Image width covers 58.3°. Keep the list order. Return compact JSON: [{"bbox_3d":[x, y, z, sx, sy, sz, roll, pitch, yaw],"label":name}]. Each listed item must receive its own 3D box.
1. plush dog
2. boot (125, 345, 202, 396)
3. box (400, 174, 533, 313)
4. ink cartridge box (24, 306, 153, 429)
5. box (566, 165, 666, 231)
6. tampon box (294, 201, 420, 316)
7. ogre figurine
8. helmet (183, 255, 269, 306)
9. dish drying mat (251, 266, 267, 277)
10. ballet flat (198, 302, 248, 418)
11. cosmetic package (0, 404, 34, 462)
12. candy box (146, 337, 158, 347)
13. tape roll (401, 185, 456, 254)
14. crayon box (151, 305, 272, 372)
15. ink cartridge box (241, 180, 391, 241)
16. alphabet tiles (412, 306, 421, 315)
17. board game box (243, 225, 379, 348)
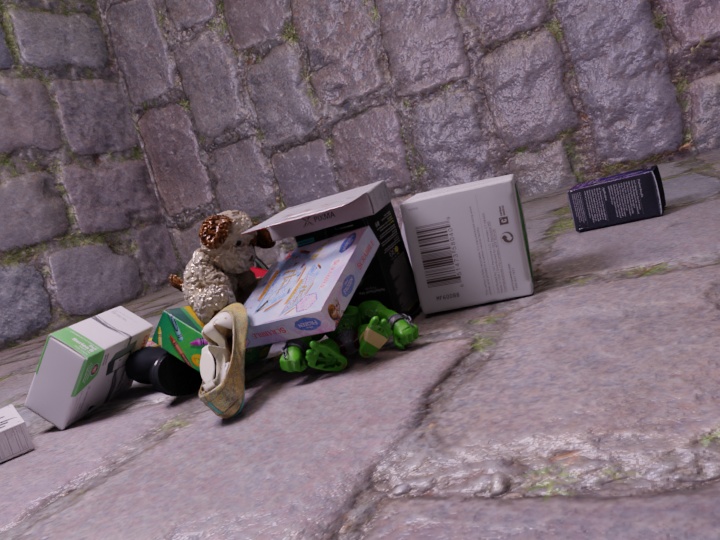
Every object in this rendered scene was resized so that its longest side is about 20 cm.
[{"bbox_3d":[-0.227,-0.018,1.077,0.160,0.173,0.200,27,11,18],"label":"plush dog"},{"bbox_3d":[-0.341,0.171,1.108,0.167,0.077,0.200,-9,2,22],"label":"boot"},{"bbox_3d":[0.195,-0.052,1.149,0.198,0.201,0.171,-11,8,16],"label":"box"},{"bbox_3d":[-0.470,0.163,1.136,0.084,0.147,0.200,28,17,7],"label":"ink cartridge box"},{"bbox_3d":[0.617,-0.173,1.550,0.199,0.105,0.148,-12,7,29],"label":"box"},{"bbox_3d":[0.000,0.000,1.147,0.149,0.202,0.126,-11,14,27],"label":"tampon box"},{"bbox_3d":[-0.025,0.094,0.976,0.199,0.098,0.120,-32,25,1],"label":"ogre figurine"},{"bbox_3d":[-0.252,0.061,1.327,0.199,0.191,0.201,-26,29,15],"label":"helmet"},{"bbox_3d":[-0.168,0.028,1.241,0.199,0.077,0.018,14,-51,-29],"label":"dish drying mat"},{"bbox_3d":[-0.195,0.110,0.904,0.070,0.071,0.201,-15,45,6],"label":"ballet flat"},{"bbox_3d":[-0.588,0.265,1.044,0.082,0.051,0.199,-19,8,-33],"label":"cosmetic package"},{"bbox_3d":[-0.337,0.151,1.248,0.199,0.027,0.102,-11,-29,33],"label":"candy box"},{"bbox_3d":[0.186,-0.075,1.352,0.198,0.202,0.066,-14,8,12],"label":"tape roll"},{"bbox_3d":[-0.236,0.109,1.078,0.118,0.059,0.200,29,10,15],"label":"crayon box"},{"bbox_3d":[-0.068,-0.087,1.053,0.198,0.044,0.174,-13,15,26],"label":"ink cartridge box"},{"bbox_3d":[0.061,0.073,1.275,0.199,0.008,0.167,-9,10,41],"label":"alphabet tiles"},{"bbox_3d":[-0.088,0.027,1.003,0.198,0.041,0.201,-15,32,36],"label":"board game box"}]
